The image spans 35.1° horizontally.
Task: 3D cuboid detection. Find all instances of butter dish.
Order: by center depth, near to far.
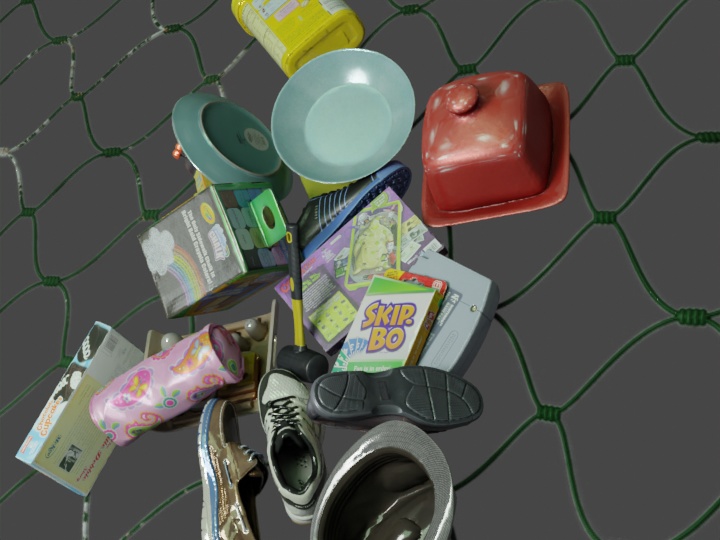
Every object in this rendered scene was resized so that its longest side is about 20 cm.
[{"bbox_3d":[0.149,-0.175,1.419,0.198,0.148,0.201,-10,55,26],"label":"butter dish"}]

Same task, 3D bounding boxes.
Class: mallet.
[{"bbox_3d":[-0.070,0.044,1.393,0.041,0.202,0.066,-17,28,-41],"label":"mallet"}]

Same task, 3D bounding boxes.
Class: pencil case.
[{"bbox_3d":[-0.241,0.145,1.423,0.199,0.087,0.088,-31,49,13],"label":"pencil case"}]

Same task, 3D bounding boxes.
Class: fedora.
[{"bbox_3d":[0.040,0.270,1.218,0.177,0.090,0.201,33,91,44],"label":"fedora"}]

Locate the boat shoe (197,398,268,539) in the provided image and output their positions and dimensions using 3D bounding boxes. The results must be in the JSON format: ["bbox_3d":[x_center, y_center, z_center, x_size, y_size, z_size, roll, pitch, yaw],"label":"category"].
[{"bbox_3d":[-0.148,0.246,1.369,0.072,0.072,0.202,-14,64,15],"label":"boat shoe"}]

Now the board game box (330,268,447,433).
[{"bbox_3d":[0.026,0.091,1.344,0.095,0.030,0.201,13,70,37],"label":"board game box"}]

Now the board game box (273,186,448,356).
[{"bbox_3d":[0.000,0.000,1.450,0.200,0.032,0.120,-41,67,-1],"label":"board game box"}]

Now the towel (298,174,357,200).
[{"bbox_3d":[-0.057,-0.169,1.628,0.086,0.018,0.201,-34,48,11],"label":"towel"}]

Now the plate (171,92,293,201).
[{"bbox_3d":[-0.171,-0.178,1.583,0.026,0.199,0.201,-45,42,33],"label":"plate"}]

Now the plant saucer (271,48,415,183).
[{"bbox_3d":[-0.020,-0.201,1.526,0.199,0.039,0.203,-6,67,14],"label":"plant saucer"}]

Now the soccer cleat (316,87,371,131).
[{"bbox_3d":[-0.033,-0.210,1.586,0.199,0.069,0.078,19,61,23],"label":"soccer cleat"}]

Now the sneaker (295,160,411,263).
[{"bbox_3d":[-0.024,-0.084,1.513,0.200,0.070,0.078,-42,55,1],"label":"sneaker"}]

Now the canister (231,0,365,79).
[{"bbox_3d":[-0.096,-0.386,1.751,0.148,0.087,0.200,-39,49,2],"label":"canister"}]

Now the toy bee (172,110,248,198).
[{"bbox_3d":[-0.217,-0.140,1.641,0.201,0.108,0.132,-105,28,-47],"label":"toy bee"}]

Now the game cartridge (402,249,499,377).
[{"bbox_3d":[0.075,0.083,1.353,0.133,0.042,0.201,29,83,36],"label":"game cartridge"}]

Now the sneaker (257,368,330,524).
[{"bbox_3d":[-0.077,0.191,1.331,0.075,0.088,0.201,-19,57,-2],"label":"sneaker"}]

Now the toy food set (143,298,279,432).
[{"bbox_3d":[-0.197,0.121,1.483,0.199,0.060,0.144,-15,53,22],"label":"toy food set"}]

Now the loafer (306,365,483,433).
[{"bbox_3d":[0.036,0.148,1.270,0.198,0.063,0.072,4,59,-15],"label":"loafer"}]

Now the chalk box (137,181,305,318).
[{"bbox_3d":[-0.165,-0.036,1.468,0.199,0.123,0.125,-28,79,33],"label":"chalk box"}]

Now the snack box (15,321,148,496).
[{"bbox_3d":[-0.354,0.183,1.497,0.037,0.116,0.201,14,67,36],"label":"snack box"}]
